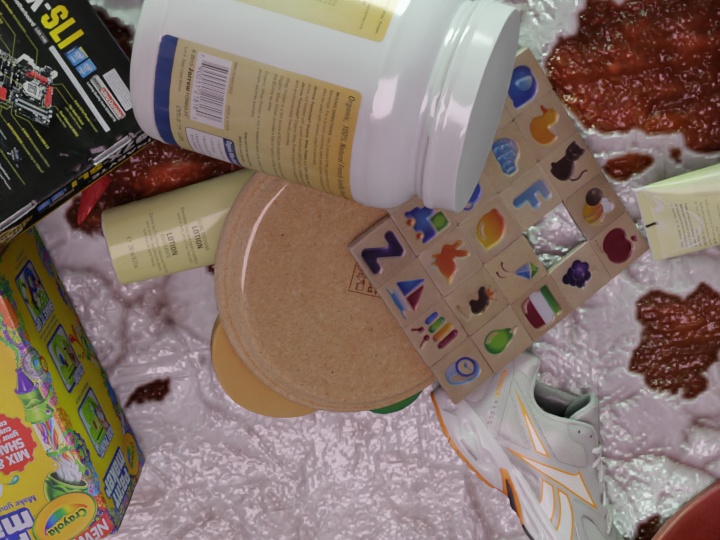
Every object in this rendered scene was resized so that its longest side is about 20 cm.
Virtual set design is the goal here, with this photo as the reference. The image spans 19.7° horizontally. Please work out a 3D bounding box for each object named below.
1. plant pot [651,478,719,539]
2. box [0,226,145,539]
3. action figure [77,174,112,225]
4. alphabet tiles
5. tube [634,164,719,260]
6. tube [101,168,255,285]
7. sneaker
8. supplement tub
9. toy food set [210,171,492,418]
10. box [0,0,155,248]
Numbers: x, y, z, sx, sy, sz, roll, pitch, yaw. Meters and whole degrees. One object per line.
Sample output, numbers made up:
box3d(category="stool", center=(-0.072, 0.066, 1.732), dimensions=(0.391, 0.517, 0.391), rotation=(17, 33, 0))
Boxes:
box3d(category="plant pot", center=(0.305, 0.252, 1.352), dimensions=(0.200, 0.201, 0.196), rotation=(-29, 111, 11))
box3d(category="box", center=(-0.276, 0.100, 1.368), dimensions=(0.199, 0.122, 0.194), rotation=(-22, 105, 9))
box3d(category="action figure", center=(-0.256, -0.095, 1.339), dimensions=(0.199, 0.065, 0.052), rotation=(35, 87, -7))
box3d(category="alphabet tiles", center=(0.073, -0.040, 1.317), dimensions=(0.167, 0.008, 0.201), rotation=(-38, 113, -7))
box3d(category="tube", center=(0.275, -0.057, 1.318), dimensions=(0.199, 0.052, 0.058), rotation=(-17, 101, 8))
box3d(category="tube", center=(-0.068, -0.040, 1.353), dimensions=(0.198, 0.058, 0.052), rotation=(-14, 62, -1))
box3d(category="sneaker", center=(0.139, 0.134, 1.381), dimensions=(0.092, 0.076, 0.200), rotation=(-39, 102, 9))
box3d(category="supplement tub", center=(-0.019, -0.120, 1.205), dimensions=(0.199, 0.144, 0.145), rotation=(18, 107, 10))
box3d(category="toy food set", center=(0.000, 0.000, 1.334), dimensions=(0.196, 0.049, 0.202), rotation=(-4, 106, -17))
box3d(category="box", center=(-0.238, -0.126, 1.284), dimensions=(0.159, 0.049, 0.201), rotation=(-36, 86, -12))
